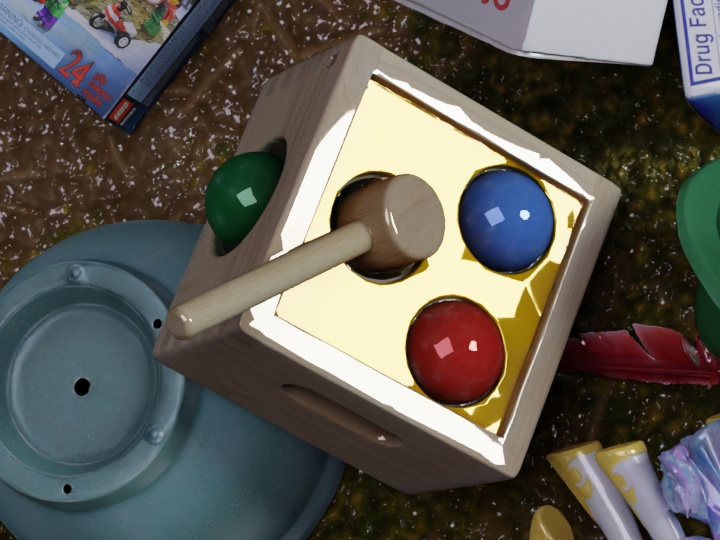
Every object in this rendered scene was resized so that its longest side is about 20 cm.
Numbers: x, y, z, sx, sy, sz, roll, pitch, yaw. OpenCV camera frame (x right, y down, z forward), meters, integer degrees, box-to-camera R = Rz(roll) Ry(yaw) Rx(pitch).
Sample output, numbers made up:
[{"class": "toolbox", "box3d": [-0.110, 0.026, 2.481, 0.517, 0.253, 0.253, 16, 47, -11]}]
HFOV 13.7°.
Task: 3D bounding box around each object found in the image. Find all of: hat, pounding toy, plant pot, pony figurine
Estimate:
[{"class": "hat", "box3d": [0.188, 0.055, 1.431, 0.200, 0.166, 0.176, 57, 136, 35]}, {"class": "pounding toy", "box3d": [0.000, 0.000, 1.383, 0.200, 0.142, 0.184, 29, 69, -21]}, {"class": "plant pot", "box3d": [-0.118, 0.064, 1.489, 0.200, 0.134, 0.200, -3, 80, 18]}, {"class": "pony figurine", "box3d": [0.166, 0.169, 1.371, 0.193, 0.167, 0.200, -17, 89, 44]}]

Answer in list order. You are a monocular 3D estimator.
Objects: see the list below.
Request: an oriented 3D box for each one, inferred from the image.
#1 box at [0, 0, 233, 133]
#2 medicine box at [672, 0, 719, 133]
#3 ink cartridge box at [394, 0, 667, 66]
[{"class": "box", "box3d": [-0.157, -0.187, 1.598, 0.200, 0.038, 0.137, 39, 94, 21]}, {"class": "medicine box", "box3d": [0.247, -0.174, 1.423, 0.200, 0.103, 0.182, -10, 77, 18]}, {"class": "ink cartridge box", "box3d": [0.090, -0.211, 1.412, 0.145, 0.084, 0.200, 33, 114, 54]}]
